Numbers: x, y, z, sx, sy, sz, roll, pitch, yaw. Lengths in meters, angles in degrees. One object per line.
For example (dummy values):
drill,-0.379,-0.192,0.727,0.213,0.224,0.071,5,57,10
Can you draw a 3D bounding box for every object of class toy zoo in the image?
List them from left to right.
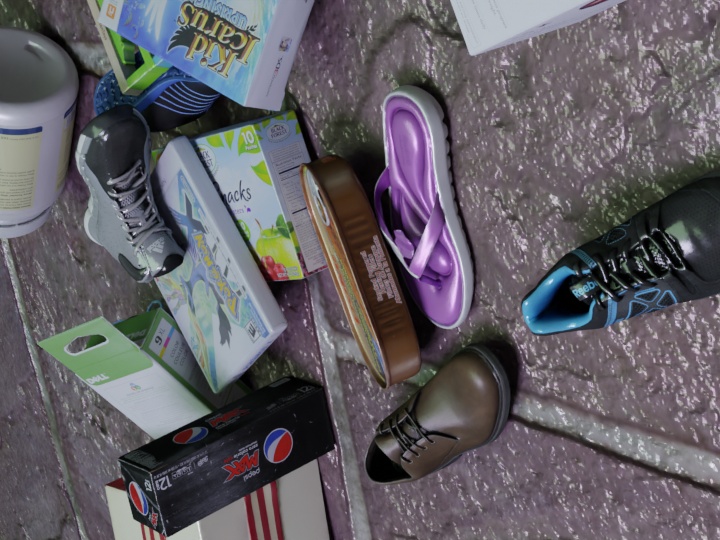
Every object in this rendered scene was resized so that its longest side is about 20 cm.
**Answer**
toy zoo,-0.161,-0.259,1.262,0.200,0.020,0.132,-35,70,34

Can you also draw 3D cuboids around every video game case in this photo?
video game case,-0.150,0.000,1.371,0.200,0.022,0.182,60,150,10
video game case,-0.116,-0.250,1.181,0.200,0.045,0.182,32,111,35

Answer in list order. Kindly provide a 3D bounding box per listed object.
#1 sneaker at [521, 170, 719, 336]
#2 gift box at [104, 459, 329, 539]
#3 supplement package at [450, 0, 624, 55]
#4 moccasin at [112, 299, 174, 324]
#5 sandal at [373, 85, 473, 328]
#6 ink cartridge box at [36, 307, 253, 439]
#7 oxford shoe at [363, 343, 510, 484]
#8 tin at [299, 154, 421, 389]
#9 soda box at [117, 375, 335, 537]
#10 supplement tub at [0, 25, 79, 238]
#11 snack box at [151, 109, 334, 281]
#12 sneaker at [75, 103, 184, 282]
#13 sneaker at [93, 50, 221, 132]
sneaker,0.186,0.000,0.960,0.200,0.082,0.073,-38,77,54
gift box,-0.141,0.285,1.491,0.200,0.184,0.188,6,109,51
supplement package,0.144,-0.216,0.857,0.200,0.113,0.110,-17,95,56
moccasin,-0.244,0.082,1.588,0.200,0.080,0.068,-39,73,54
sandal,0.039,-0.045,1.157,0.082,0.050,0.203,13,120,50
ink cartridge box,-0.214,0.097,1.469,0.104,0.059,0.200,-19,129,37
oxford shoe,0.061,0.130,1.206,0.073,0.084,0.200,55,143,18
tin,0.000,0.000,1.216,0.112,0.042,0.201,-171,60,-74
soda box,-0.123,0.172,1.372,0.063,0.200,0.071,13,120,51
supplement tub,-0.385,-0.146,1.580,0.145,0.145,0.200,47,141,24
snack box,-0.107,-0.062,1.339,0.200,0.053,0.143,-6,104,56
sneaker,-0.198,-0.057,1.329,0.116,0.075,0.200,49,156,20
sneaker,-0.150,-0.180,1.320,0.200,0.078,0.070,-20,74,35
